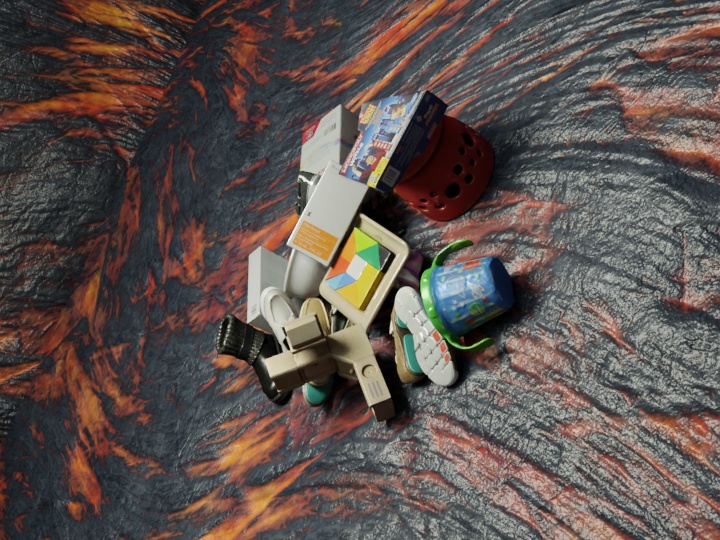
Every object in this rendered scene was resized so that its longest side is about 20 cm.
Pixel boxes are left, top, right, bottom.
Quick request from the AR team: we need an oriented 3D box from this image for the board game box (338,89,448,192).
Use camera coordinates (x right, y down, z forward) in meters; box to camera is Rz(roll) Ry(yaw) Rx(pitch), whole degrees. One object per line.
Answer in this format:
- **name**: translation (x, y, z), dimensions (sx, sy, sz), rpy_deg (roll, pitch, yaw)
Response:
- **board game box**: translation (0.047, -0.251, 1.445), dimensions (0.201, 0.062, 0.200), rpy_deg (-61, 32, 2)

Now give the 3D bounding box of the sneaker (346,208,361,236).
- **sneaker**: translation (-0.040, -0.138, 1.709), dimensions (0.090, 0.078, 0.200), rpy_deg (-55, -12, -38)

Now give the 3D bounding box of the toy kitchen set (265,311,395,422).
- **toy kitchen set**: translation (-0.065, 0.195, 1.408), dimensions (0.199, 0.163, 0.181), rpy_deg (-20, 53, -5)

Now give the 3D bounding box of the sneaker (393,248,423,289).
- **sneaker**: translation (0.058, -0.013, 1.576), dimensions (0.200, 0.080, 0.089), rpy_deg (7, 65, 48)

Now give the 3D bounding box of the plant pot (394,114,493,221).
- **plant pot**: translation (0.137, -0.225, 1.526), dimensions (0.200, 0.182, 0.201), rpy_deg (-33, 43, 37)

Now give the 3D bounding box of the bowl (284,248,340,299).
- **bowl**: translation (-0.095, -0.015, 1.719), dimensions (0.201, 0.090, 0.202), rpy_deg (19, -90, -81)

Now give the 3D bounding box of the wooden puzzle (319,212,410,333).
- **wooden puzzle**: translation (0.000, 0.000, 1.534), dimensions (0.185, 0.037, 0.201), rpy_deg (37, 105, 46)

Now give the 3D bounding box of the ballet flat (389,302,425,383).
- **ballet flat**: translation (0.088, 0.130, 1.457), dimensions (0.072, 0.068, 0.201), rpy_deg (127, 145, -46)

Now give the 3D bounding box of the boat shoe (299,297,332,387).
- **boat shoe**: translation (-0.087, 0.139, 1.582), dimensions (0.076, 0.071, 0.201), rpy_deg (108, 156, -59)

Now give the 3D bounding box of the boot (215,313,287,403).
- **boot**: translation (-0.250, 0.203, 1.740), dimensions (0.079, 0.158, 0.211), rpy_deg (-48, 37, 18)

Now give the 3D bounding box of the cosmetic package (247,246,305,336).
- **cosmetic package**: translation (-0.191, 0.059, 1.772), dimensions (0.052, 0.150, 0.201), rpy_deg (-37, 41, 33)

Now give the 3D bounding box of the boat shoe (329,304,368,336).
- **boat shoe**: translation (-0.024, 0.086, 1.611), dimensions (0.075, 0.068, 0.201), rpy_deg (-32, 44, 35)

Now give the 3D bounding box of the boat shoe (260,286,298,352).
- **boat shoe**: translation (-0.159, 0.130, 1.659), dimensions (0.072, 0.201, 0.066), rpy_deg (-24, 18, -21)

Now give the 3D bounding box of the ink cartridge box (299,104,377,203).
- **ink cartridge box**: translation (-0.047, -0.256, 1.809), dimensions (0.145, 0.144, 0.201), rpy_deg (-28, 46, 38)

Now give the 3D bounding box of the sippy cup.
- **sippy cup**: translation (0.194, 0.040, 1.324), dimensions (0.130, 0.178, 0.140), rpy_deg (-22, 8, 29)

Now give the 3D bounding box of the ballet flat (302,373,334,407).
- **ballet flat**: translation (-0.091, 0.208, 1.631), dimensions (0.067, 0.068, 0.201), rpy_deg (-46, 28, 54)

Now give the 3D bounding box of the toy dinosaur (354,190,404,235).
- **toy dinosaur**: translation (0.027, -0.096, 1.676), dimensions (0.136, 0.102, 0.201), rpy_deg (-172, 91, -74)

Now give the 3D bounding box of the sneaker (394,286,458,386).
- **sneaker**: translation (0.139, 0.114, 1.385), dimensions (0.077, 0.082, 0.201), rpy_deg (-41, 63, 38)

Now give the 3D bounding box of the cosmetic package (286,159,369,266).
- **cosmetic package**: translation (-0.064, -0.119, 1.590), dimensions (0.201, 0.101, 0.071), rpy_deg (-63, 0, 1)

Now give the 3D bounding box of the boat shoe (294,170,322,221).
- **boat shoe**: translation (-0.121, -0.153, 1.739), dimensions (0.069, 0.056, 0.200), rpy_deg (-56, -13, -37)
